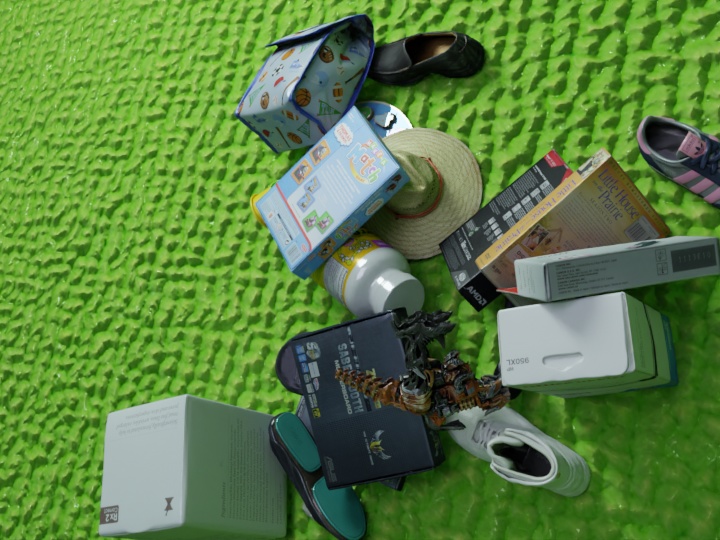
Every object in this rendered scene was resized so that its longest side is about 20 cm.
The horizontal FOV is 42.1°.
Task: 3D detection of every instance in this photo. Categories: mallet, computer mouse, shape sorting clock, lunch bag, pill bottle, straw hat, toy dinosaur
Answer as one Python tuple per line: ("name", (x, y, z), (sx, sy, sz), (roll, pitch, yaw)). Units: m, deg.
("mallet", (0.189, 0.057, 1.174), (0.040, 0.066, 0.204), (4, 70, 2))
("computer mouse", (-0.020, 0.138, 1.274), (0.196, 0.053, 0.141), (4, 72, 21))
("shape sorting clock", (-0.005, -0.161, 1.399), (0.197, 0.039, 0.204), (-12, 67, 30))
("lunch bag", (-0.078, -0.298, 1.429), (0.169, 0.124, 0.202), (2, 57, 52))
("pill bottle", (0.000, 0.000, 1.284), (0.199, 0.104, 0.105), (37, 94, 43))
("straw hat", (0.062, -0.120, 1.290), (0.197, 0.085, 0.205), (-6, 74, 22))
("toy dinosaur", (0.076, 0.123, 1.096), (0.102, 0.196, 0.139), (-158, 67, -69))

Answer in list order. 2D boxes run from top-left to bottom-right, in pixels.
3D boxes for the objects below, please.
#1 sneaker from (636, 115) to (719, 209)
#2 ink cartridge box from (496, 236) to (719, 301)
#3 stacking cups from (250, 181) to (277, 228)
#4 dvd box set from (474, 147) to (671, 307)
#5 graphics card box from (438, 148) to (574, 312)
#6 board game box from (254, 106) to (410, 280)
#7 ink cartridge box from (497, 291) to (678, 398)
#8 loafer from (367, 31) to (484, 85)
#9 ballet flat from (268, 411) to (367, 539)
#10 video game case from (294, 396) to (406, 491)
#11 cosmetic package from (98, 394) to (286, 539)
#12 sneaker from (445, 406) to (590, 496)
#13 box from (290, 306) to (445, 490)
("sneaker", (0.405, -0.121, 1.087), (0.199, 0.082, 0.071), (31, 90, 37))
("ink cartridge box", (0.264, -0.005, 1.034), (0.196, 0.173, 0.044), (-8, 95, -9))
("stacking cups", (-0.075, -0.137, 1.381), (0.199, 0.060, 0.061), (-34, 57, 26))
("dvd box set", (0.254, -0.030, 1.116), (0.200, 0.146, 0.030), (-43, 31, 13))
("graphics card box", (0.197, -0.052, 1.187), (0.199, 0.051, 0.126), (-40, 28, 12))
("board game box", (-0.042, -0.107, 1.279), (0.200, 0.036, 0.152), (-43, 48, 12))
("ink cartridge box", (0.253, 0.087, 1.032), (0.142, 0.199, 0.086), (-11, 75, 29))
("loafer", (0.082, -0.323, 1.381), (0.197, 0.072, 0.074), (-2, 72, 33))
("ballet flat", (-0.062, 0.282, 1.254), (0.073, 0.073, 0.201), (-40, 75, 14))
("video game case", (-0.003, 0.197, 1.279), (0.198, 0.019, 0.145), (15, 81, 35))
("cosmetic package", (-0.222, 0.278, 1.270), (0.163, 0.199, 0.168), (-17, 64, 33))
("sneaker", (0.166, 0.199, 1.107), (0.198, 0.115, 0.075), (20, 86, 38))
("box", (0.008, 0.163, 1.188), (0.155, 0.051, 0.204), (-16, 87, 24))
